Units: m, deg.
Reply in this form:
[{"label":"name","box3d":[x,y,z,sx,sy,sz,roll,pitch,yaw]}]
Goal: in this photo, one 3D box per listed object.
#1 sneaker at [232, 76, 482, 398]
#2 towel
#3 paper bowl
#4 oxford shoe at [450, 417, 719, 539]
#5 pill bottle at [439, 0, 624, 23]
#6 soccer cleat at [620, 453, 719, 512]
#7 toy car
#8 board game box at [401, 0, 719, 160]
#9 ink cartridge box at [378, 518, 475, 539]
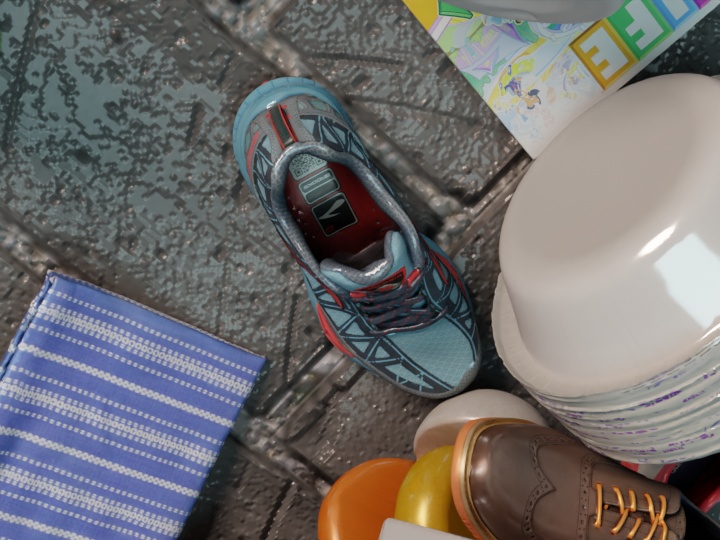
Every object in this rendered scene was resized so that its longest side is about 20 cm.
[{"label":"sneaker","box3d":[0.000,0.000,0.805,0.079,0.096,0.200,-35,114,5]},{"label":"towel","box3d":[-0.146,0.113,0.822,0.144,0.024,0.201,26,91,-37]},{"label":"paper bowl","box3d":[0.148,-0.015,0.768,0.201,0.201,0.104,-44,118,8]},{"label":"oxford shoe","box3d":[0.120,0.116,0.787,0.200,0.073,0.072,26,66,-44]},{"label":"pill bottle","box3d":[0.081,-0.220,0.694,0.113,0.113,0.201,14,85,-16]},{"label":"soccer cleat","box3d":[0.223,0.065,0.887,0.067,0.077,0.200,34,103,-22]},{"label":"toy car","box3d":[0.052,0.179,0.868,0.149,0.175,0.200,-14,130,36]},{"label":"board game box","box3d":[0.121,-0.171,0.793,0.200,0.034,0.134,-41,114,7]},{"label":"ink cartridge box","box3d":[0.106,0.213,0.702,0.200,0.147,0.145,24,78,-39]}]
